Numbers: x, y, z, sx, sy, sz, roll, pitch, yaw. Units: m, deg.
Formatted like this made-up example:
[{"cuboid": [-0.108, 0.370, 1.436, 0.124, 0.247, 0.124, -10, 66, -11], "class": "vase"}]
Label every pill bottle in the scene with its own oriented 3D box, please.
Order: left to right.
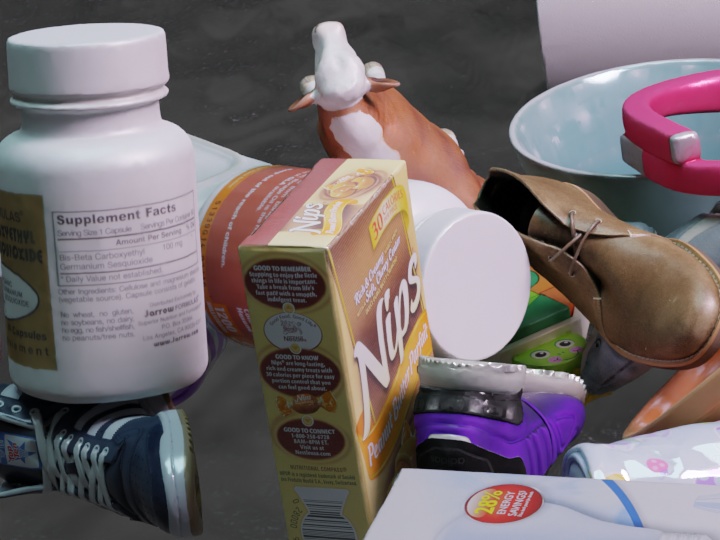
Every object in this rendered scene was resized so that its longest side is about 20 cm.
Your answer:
[{"cuboid": [-0.148, -0.034, 1.650, 0.114, 0.200, 0.114, -3, 12, 1], "class": "pill bottle"}, {"cuboid": [0.000, 0.000, 1.696, 0.112, 0.112, 0.200, -26, 21, -36], "class": "pill bottle"}]

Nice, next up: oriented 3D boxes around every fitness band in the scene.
[{"cuboid": [0.233, -0.086, 1.725, 0.144, 0.037, 0.200, -14, 17, -10], "class": "fitness band"}]

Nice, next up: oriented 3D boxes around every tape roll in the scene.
[{"cuboid": [0.203, -0.213, 2.096, 0.139, 0.203, 0.203, -2, 24, 11], "class": "tape roll"}]

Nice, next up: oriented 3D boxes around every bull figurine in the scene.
[{"cuboid": [0.020, -0.075, 1.779, 0.065, 0.200, 0.121, -37, 24, 8], "class": "bull figurine"}]

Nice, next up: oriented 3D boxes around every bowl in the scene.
[{"cuboid": [0.198, -0.051, 1.853, 0.201, 0.105, 0.201, -6, 24, 3], "class": "bowl"}]

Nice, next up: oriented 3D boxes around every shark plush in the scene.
[{"cuboid": [0.211, 0.011, 1.662, 0.200, 0.091, 0.083, -18, 28, 33], "class": "shark plush"}]

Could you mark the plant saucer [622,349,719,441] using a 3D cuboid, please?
[{"cuboid": [0.228, 0.038, 1.611, 0.200, 0.037, 0.200, -42, -2, -2], "class": "plant saucer"}]

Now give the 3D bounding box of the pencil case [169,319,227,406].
[{"cuboid": [-0.115, 0.015, 1.831, 0.085, 0.084, 0.200, -41, 10, 24], "class": "pencil case"}]

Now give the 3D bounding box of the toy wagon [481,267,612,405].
[{"cuboid": [0.078, 0.033, 1.778, 0.155, 0.040, 0.200, -22, 28, -30], "class": "toy wagon"}]

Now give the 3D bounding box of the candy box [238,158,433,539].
[{"cuboid": [-0.005, 0.053, 1.560, 0.055, 0.200, 0.115, 2, 26, 22], "class": "candy box"}]

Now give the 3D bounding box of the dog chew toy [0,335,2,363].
[{"cuboid": [-0.285, 0.035, 1.793, 0.124, 0.125, 0.200, -11, 16, -8], "class": "dog chew toy"}]

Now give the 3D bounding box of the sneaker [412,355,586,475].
[{"cuboid": [0.070, 0.101, 1.586, 0.070, 0.100, 0.200, 3, -5, 20], "class": "sneaker"}]

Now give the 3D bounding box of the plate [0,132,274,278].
[{"cuboid": [-0.162, -0.049, 1.841, 0.199, 0.032, 0.200, -23, 28, -34], "class": "plate"}]

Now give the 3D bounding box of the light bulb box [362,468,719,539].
[{"cuboid": [0.089, 0.191, 1.317, 0.200, 0.125, 0.198, 2, 26, 17], "class": "light bulb box"}]

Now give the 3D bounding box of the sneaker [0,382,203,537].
[{"cuboid": [-0.153, 0.106, 1.642, 0.108, 0.070, 0.200, -7, 16, -12], "class": "sneaker"}]

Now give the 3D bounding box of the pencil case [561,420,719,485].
[{"cuboid": [0.203, 0.112, 1.510, 0.200, 0.083, 0.091, -12, 11, -13], "class": "pencil case"}]

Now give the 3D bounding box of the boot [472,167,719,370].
[{"cuboid": [0.131, -0.003, 1.644, 0.075, 0.074, 0.200, 24, 7, -37], "class": "boot"}]
